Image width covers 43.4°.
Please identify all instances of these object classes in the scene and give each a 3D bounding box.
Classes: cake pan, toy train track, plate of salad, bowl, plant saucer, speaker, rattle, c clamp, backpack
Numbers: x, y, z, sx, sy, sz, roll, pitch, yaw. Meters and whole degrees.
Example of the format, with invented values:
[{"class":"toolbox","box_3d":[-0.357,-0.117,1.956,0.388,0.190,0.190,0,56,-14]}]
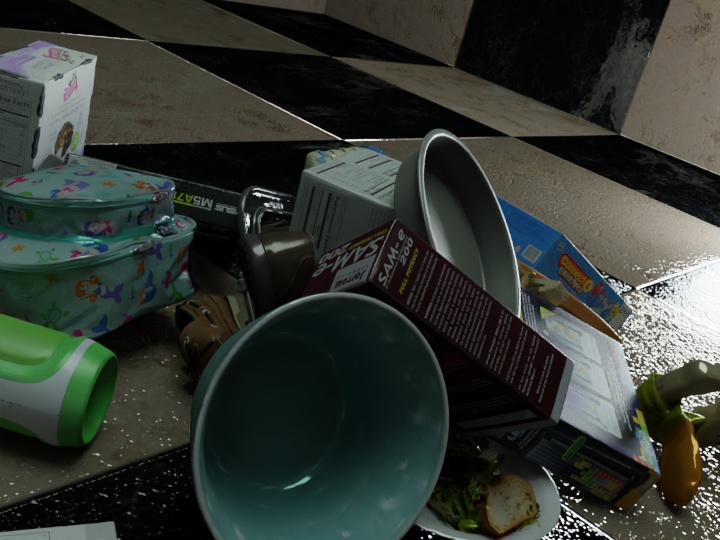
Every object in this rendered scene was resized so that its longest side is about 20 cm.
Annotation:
[{"class":"cake pan","box_3d":[0.088,-0.027,0.819,0.036,0.203,0.200,-18,6,27]},{"class":"toy train track","box_3d":[0.150,0.023,1.024,0.115,0.033,0.199,51,-23,-26]},{"class":"plate of salad","box_3d":[0.081,0.162,0.781,0.197,0.049,0.201,14,22,-6]},{"class":"bowl","box_3d":[-0.044,0.110,0.658,0.198,0.204,0.105,3,5,-30]},{"class":"plant saucer","box_3d":[0.223,0.043,1.095,0.199,0.032,0.200,36,-3,2]},{"class":"speaker","box_3d":[-0.291,0.070,0.685,0.197,0.089,0.089,17,21,0]},{"class":"rattle","box_3d":[0.377,0.181,0.926,0.199,0.130,0.144,34,20,-35]},{"class":"c clamp","box_3d":[-0.092,-0.006,0.990,0.027,0.173,0.200,-12,1,20]},{"class":"backpack","box_3d":[-0.262,-0.013,0.832,0.175,0.153,0.200,11,26,25]}]

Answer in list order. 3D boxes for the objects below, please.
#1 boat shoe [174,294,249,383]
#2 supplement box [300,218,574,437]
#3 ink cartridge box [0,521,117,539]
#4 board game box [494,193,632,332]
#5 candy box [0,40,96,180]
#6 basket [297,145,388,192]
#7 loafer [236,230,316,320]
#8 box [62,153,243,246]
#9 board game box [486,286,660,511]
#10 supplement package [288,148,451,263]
[{"class":"boat shoe","box_3d":[-0.130,0.080,0.812,0.067,0.073,0.200,4,15,-18]},{"class":"supplement box","box_3d":[0.060,0.053,0.712,0.199,0.108,0.061,37,58,-22]},{"class":"ink cartridge box","box_3d":[-0.204,0.212,0.453,0.174,0.045,0.200,6,24,-24]},{"class":"board game box","box_3d":[0.229,-0.014,1.173,0.195,0.056,0.200,38,2,-39]},{"class":"candy box","box_3d":[-0.352,-0.128,0.963,0.071,0.202,0.168,15,21,-3]},{"class":"basket","box_3d":[0.021,-0.088,1.215,0.197,0.141,0.177,-1,32,-24]},{"class":"loafer","box_3d":[-0.054,0.044,0.782,0.070,0.201,0.073,-17,51,-10]},{"class":"box","box_3d":[-0.230,-0.076,1.036,0.197,0.048,0.193,13,-8,-10]},{"class":"board game box","box_3d":[0.192,0.112,0.876,0.164,0.057,0.201,28,29,-12]},{"class":"supplement package","box_3d":[0.000,0.000,0.904,0.110,0.202,0.156,23,23,17]}]
